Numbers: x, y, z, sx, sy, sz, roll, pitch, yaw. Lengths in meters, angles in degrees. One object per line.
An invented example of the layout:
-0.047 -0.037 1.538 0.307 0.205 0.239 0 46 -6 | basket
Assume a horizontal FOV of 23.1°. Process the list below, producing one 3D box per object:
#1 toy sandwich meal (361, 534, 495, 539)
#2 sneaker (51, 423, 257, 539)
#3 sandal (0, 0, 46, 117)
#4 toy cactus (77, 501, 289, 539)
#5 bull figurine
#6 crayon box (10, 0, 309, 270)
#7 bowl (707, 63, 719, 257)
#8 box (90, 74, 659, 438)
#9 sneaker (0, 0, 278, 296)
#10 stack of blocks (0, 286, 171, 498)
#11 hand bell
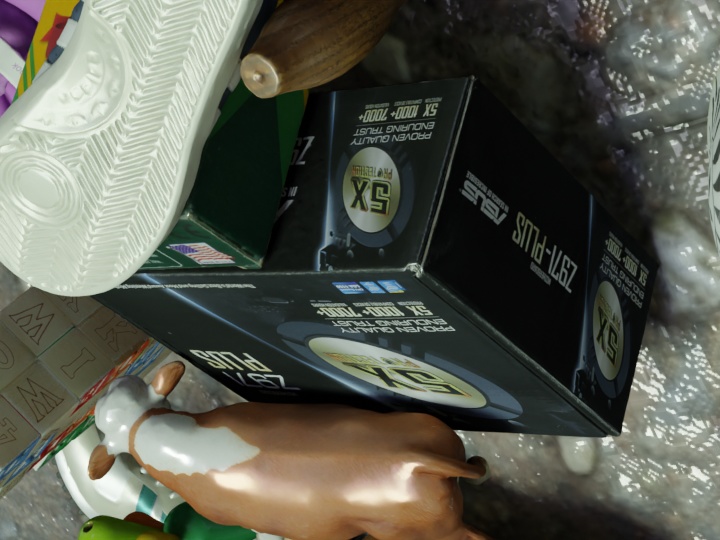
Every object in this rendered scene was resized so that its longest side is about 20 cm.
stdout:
0.084 0.196 0.889 0.204 0.070 0.206 20 145 15 | toy sandwich meal
-0.095 0.140 1.022 0.093 0.070 0.200 -26 101 28 | sneaker
-0.169 -0.085 0.824 0.082 0.050 0.203 4 147 -7 | sandal
-0.054 0.162 0.941 0.199 0.102 0.165 34 99 -14 | toy cactus
-0.029 0.093 0.813 0.199 0.066 0.121 7 163 30 | bull figurine
-0.077 -0.100 0.734 0.126 0.201 0.051 -3 154 38 | crayon box
0.204 -0.015 0.644 0.200 0.094 0.202 20 131 25 | bowl
0.000 0.000 0.767 0.199 0.087 0.164 0 153 38 | box
-0.074 -0.073 0.628 0.075 0.085 0.200 33 130 -6 | sneaker
-0.155 0.049 0.893 0.059 0.200 0.115 44 136 2 | stack of blocks
0.021 -0.111 0.639 0.104 0.200 0.105 20 131 25 | hand bell
